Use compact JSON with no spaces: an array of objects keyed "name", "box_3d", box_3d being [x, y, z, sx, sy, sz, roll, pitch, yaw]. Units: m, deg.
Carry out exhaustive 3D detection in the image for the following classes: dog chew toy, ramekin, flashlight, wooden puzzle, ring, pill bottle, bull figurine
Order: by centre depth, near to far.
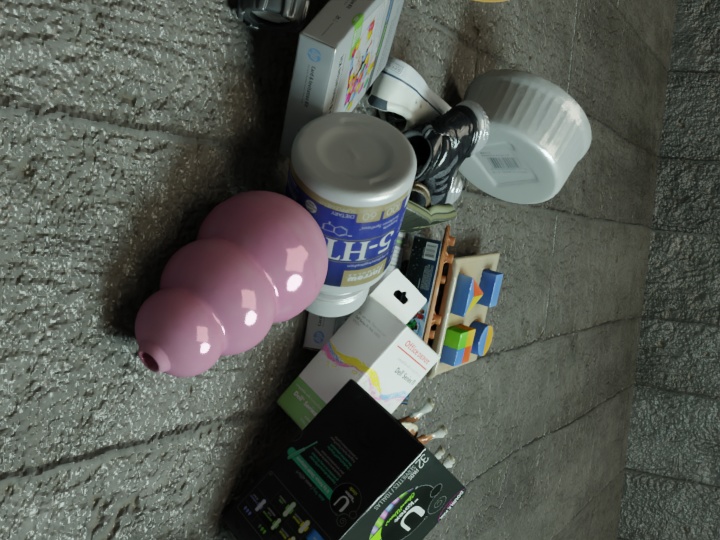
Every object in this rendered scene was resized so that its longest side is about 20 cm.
[{"name":"dog chew toy","box_3d":[-0.117,0.017,0.792,0.200,0.124,0.125,-47,136,-38]},{"name":"flashlight","box_3d":[-0.068,-0.329,0.856,0.068,0.068,0.201,23,77,-66]},{"name":"pill bottle","box_3d":[-0.020,-0.048,0.907,0.120,0.119,0.200,-58,168,-39]},{"name":"bull figurine","box_3d":[0.057,0.241,1.203,0.121,0.065,0.200,-25,139,-9]},{"name":"ring","box_3d":[0.106,0.037,1.238,0.200,0.019,0.201,12,90,-87]},{"name":"ramekin","box_3d":[0.225,-0.187,1.315,0.098,0.200,0.201,-60,145,-23]},{"name":"wooden puzzle","box_3d":[0.172,0.068,1.401,0.200,0.046,0.186,-12,115,-62]}]

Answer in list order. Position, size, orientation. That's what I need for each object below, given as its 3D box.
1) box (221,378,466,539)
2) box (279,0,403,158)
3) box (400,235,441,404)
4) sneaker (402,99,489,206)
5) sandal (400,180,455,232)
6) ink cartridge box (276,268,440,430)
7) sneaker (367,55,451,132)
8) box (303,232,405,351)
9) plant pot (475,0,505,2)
[{"name":"box","box_3d":[-0.014,0.246,0.949,0.200,0.124,0.149,-47,143,-6]},{"name":"box","box_3d":[-0.013,-0.227,0.930,0.200,0.041,0.156,-57,170,-39]},{"name":"box","box_3d":[0.066,0.069,1.177,0.137,0.038,0.200,86,16,-76]},{"name":"sneaker","box_3d":[0.080,-0.130,1.148,0.114,0.076,0.200,-21,155,-32]},{"name":"sandal","box_3d":[0.053,-0.076,1.065,0.201,0.080,0.057,-9,87,-68]},{"name":"ink cartridge box","box_3d":[0.014,0.107,1.020,0.200,0.067,0.117,-50,147,-1]},{"name":"sneaker","box_3d":[0.060,-0.203,1.145,0.071,0.073,0.200,-59,149,3]},{"name":"box","box_3d":[0.000,0.000,1.089,0.156,0.041,0.201,12,85,-62]},{"name":"plant pot","box_3d":[0.175,-0.486,1.174,0.184,0.200,0.200,-79,157,-44]}]
